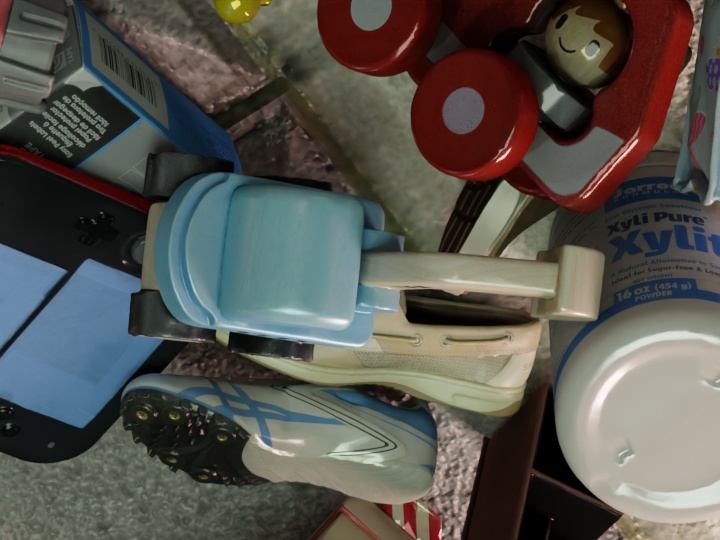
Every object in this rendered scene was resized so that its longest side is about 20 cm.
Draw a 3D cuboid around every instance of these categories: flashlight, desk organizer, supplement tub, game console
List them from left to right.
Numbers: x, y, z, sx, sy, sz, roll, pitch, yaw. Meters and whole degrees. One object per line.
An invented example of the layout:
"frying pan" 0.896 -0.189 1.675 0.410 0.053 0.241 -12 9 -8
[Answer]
"flashlight" -0.249 -0.135 1.350 0.199 0.068 0.068 13 162 -8
"game console" -0.183 0.025 1.478 0.176 0.031 0.200 20 126 -35
"desk organizer" 0.100 0.169 1.524 0.072 0.200 0.077 25 139 -12
"supplement tub" 0.168 0.034 1.456 0.131 0.200 0.132 0 119 1

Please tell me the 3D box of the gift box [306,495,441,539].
"gift box" -0.016 0.243 1.590 0.200 0.187 0.184 47 114 0

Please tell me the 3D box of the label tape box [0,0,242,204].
"label tape box" -0.185 -0.040 1.480 0.200 0.066 0.143 -35 133 17

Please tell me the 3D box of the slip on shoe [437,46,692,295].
"slip on shoe" 0.110 -0.062 1.481 0.060 0.076 0.200 27 108 -12

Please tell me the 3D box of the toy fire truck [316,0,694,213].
"toy fire truck" 0.088 -0.138 1.381 0.168 0.112 0.200 -50 62 17

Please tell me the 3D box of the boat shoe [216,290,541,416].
"boat shoe" 0.005 0.030 1.536 0.199 0.072 0.065 14 109 -8

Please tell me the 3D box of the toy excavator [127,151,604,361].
"toy excavator" 0.000 0.000 1.387 0.194 0.200 0.100 10 86 -33

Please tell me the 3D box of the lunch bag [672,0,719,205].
"lunch bag" 0.265 -0.124 1.406 0.169 0.127 0.201 9 94 -4

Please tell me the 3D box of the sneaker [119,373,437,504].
"sneaker" -0.048 0.087 1.548 0.199 0.073 0.072 13 144 -24

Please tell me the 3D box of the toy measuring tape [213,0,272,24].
"toy measuring tape" -0.052 -0.230 1.406 0.073 0.074 0.201 4 101 -1
